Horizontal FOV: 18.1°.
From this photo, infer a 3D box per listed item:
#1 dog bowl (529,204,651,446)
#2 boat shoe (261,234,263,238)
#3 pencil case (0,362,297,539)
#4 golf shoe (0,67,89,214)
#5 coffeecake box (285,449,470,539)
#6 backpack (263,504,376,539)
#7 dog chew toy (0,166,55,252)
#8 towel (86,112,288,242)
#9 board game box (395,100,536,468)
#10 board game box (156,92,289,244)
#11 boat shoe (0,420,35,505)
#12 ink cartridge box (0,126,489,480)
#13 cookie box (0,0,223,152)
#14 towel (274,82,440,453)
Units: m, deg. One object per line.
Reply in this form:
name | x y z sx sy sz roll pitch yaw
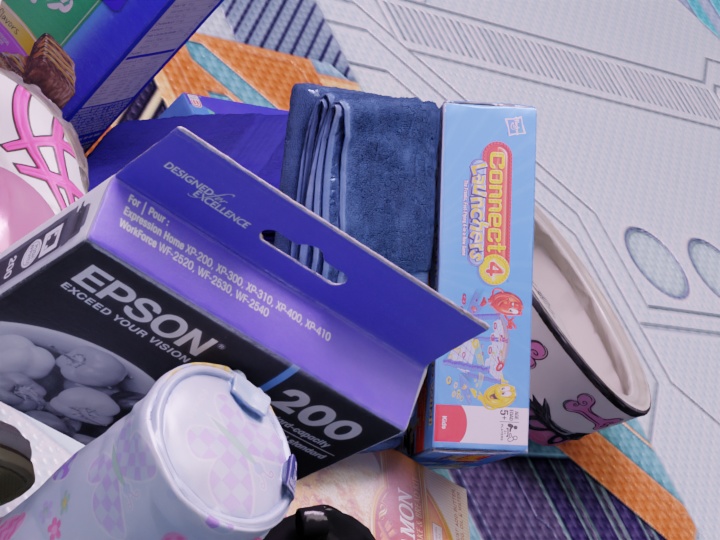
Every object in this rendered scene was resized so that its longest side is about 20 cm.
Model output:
dog bowl | 0.115 0.033 1.562 0.200 0.074 0.200 49 17 -20
boat shoe | -0.078 0.021 1.310 0.200 0.071 0.065 109 -30 -76
pencil case | -0.117 0.120 1.069 0.083 0.200 0.091 29 42 -26
golf shoe | -0.194 -0.038 1.289 0.201 0.073 0.092 54 31 12
coffeecake box | -0.033 0.154 1.265 0.199 0.073 0.154 31 34 -25
backpack | -0.027 0.236 1.099 0.126 0.166 0.201 17 46 -48
dog chew toy | -0.248 -0.004 1.140 0.199 0.125 0.125 12 44 -33
towel | -0.073 -0.053 1.377 0.148 0.198 0.050 -61 147 -62
board game box | 0.060 0.016 1.363 0.055 0.196 0.202 3 83 -6
board game box | -0.039 -0.019 1.494 0.152 0.045 0.201 5 51 -50
boat shoe | -0.245 0.070 1.091 0.199 0.075 0.069 16 47 -41
ink cartridge box | -0.075 0.034 1.073 0.198 0.199 0.044 32 47 -30
cookie box | -0.182 -0.186 1.354 0.171 0.200 0.075 51 30 8
towel | 0.000 0.000 1.251 0.111 0.048 0.202 0 96 -50
